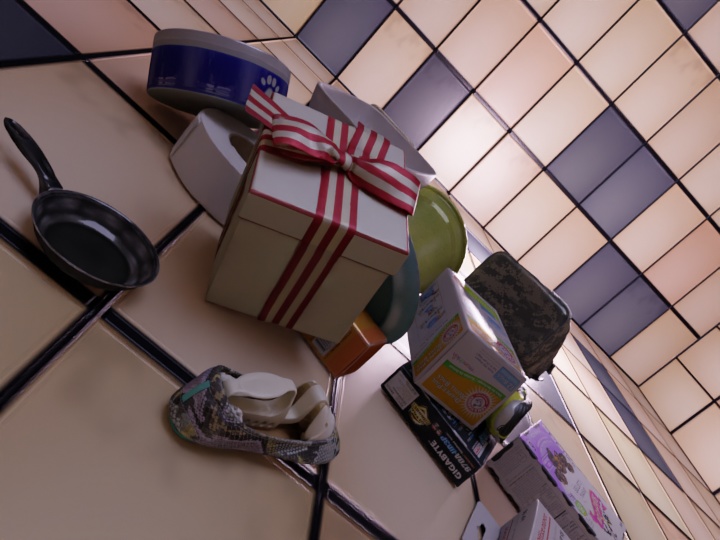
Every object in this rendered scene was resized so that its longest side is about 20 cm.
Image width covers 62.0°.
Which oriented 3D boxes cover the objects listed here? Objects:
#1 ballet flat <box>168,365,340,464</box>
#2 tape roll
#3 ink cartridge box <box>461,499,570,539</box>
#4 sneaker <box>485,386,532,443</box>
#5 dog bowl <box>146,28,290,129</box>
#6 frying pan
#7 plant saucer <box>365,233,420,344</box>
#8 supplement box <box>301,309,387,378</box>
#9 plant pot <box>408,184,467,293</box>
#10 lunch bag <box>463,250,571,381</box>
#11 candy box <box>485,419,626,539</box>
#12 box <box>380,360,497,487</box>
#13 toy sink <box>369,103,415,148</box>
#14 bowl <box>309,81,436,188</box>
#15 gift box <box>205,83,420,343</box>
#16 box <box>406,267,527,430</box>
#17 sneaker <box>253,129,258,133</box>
[{"bbox_3d":[-0.066,0.123,0.513,0.199,0.072,0.073,27,25,-48],"label":"ballet flat"},{"bbox_3d":[-0.163,-0.130,0.837,0.202,0.071,0.203,42,18,-17],"label":"tape roll"},{"bbox_3d":[0.211,0.347,0.676,0.201,0.067,0.115,51,18,12],"label":"ink cartridge box"},{"bbox_3d":[0.191,0.182,0.849,0.076,0.076,0.200,42,5,8],"label":"sneaker"},{"bbox_3d":[-0.203,-0.270,0.867,0.196,0.081,0.200,11,2,0],"label":"dog bowl"},{"bbox_3d":[-0.254,-0.047,0.504,0.189,0.031,0.115,40,18,-12],"label":"frying pan"},{"bbox_3d":[0.000,0.000,0.775,0.027,0.202,0.201,-15,57,-36],"label":"plant saucer"},{"bbox_3d":[-0.057,0.031,0.743,0.201,0.069,0.066,53,18,15],"label":"supplement box"},{"bbox_3d":[0.061,-0.033,0.995,0.201,0.200,0.184,47,28,5],"label":"plant pot"},{"bbox_3d":[0.280,0.094,1.102,0.200,0.139,0.168,44,-8,29],"label":"lunch bag"},{"bbox_3d":[0.293,0.336,0.888,0.201,0.072,0.167,53,18,21],"label":"candy box"},{"bbox_3d":[0.123,0.193,0.842,0.160,0.046,0.199,51,17,14],"label":"box"},{"bbox_3d":[-0.004,-0.210,1.174,0.130,0.200,0.112,45,17,-3],"label":"toy sink"},{"bbox_3d":[0.013,-0.196,0.956,0.201,0.075,0.198,49,24,21],"label":"bowl"},{"bbox_3d":[-0.057,-0.070,0.633,0.181,0.187,0.203,16,46,-21],"label":"gift box"},{"bbox_3d":[0.137,0.101,0.831,0.112,0.101,0.201,40,17,-14],"label":"box"},{"bbox_3d":[-0.129,-0.220,1.009,0.081,0.089,0.199,44,-12,-30],"label":"sneaker"}]
